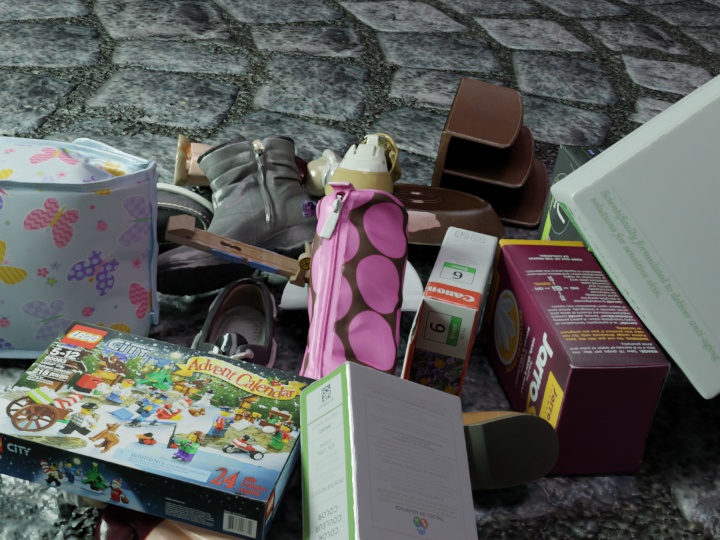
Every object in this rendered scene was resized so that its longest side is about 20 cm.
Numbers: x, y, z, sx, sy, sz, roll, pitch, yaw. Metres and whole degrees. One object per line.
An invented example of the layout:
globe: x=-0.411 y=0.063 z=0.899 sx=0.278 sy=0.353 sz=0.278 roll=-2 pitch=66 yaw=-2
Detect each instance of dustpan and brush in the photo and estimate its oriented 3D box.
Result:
dustpan and brush: x=0.000 y=0.000 z=1.053 sx=0.139 sy=0.057 sz=0.200 roll=1 pitch=36 yaw=6

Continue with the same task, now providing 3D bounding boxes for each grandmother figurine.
grandmother figurine: x=-0.108 y=-0.115 z=1.200 sx=0.199 sy=0.061 sz=0.121 roll=6 pitch=39 yaw=-9
grandmother figurine: x=-0.126 y=0.171 z=0.709 sx=0.200 sy=0.061 sz=0.121 roll=27 pitch=26 yaw=25

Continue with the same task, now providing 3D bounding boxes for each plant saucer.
plant saucer: x=0.059 y=-0.065 z=1.137 sx=0.200 sy=0.035 sz=0.200 roll=5 pitch=15 yaw=-1

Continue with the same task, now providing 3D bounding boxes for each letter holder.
letter holder: x=0.171 y=-0.146 z=1.292 sx=0.142 sy=0.101 sz=0.200 roll=13 pitch=30 yaw=5

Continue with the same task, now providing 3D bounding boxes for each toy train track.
toy train track: x=-0.071 y=-0.015 z=0.928 sx=0.200 sy=0.033 sz=0.115 roll=17 pitch=30 yaw=-16

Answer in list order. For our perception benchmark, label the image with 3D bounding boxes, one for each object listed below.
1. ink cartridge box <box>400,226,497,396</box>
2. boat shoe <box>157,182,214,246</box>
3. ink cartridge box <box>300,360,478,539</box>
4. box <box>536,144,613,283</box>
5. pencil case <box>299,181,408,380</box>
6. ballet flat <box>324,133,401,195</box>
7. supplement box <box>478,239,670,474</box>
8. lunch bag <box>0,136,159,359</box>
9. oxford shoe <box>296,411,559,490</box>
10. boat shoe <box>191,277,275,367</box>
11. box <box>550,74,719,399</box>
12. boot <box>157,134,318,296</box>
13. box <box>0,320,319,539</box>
ink cartridge box: x=0.073 y=0.056 z=0.904 sx=0.050 sy=0.109 sz=0.200 roll=13 pitch=31 yaw=7
boat shoe: x=-0.243 y=-0.049 z=1.047 sx=0.199 sy=0.074 sz=0.060 roll=9 pitch=35 yaw=-4
ink cartridge box: x=0.020 y=0.168 z=0.680 sx=0.104 sy=0.059 sz=0.200 roll=22 pitch=48 yaw=-33
box: x=0.298 y=-0.036 z=1.080 sx=0.199 sy=0.149 sz=0.124 roll=0 pitch=31 yaw=-13
pencil case: x=-0.010 y=0.031 z=0.857 sx=0.090 sy=0.094 sz=0.201 roll=-3 pitch=62 yaw=12
ballet flat: x=0.004 y=-0.106 z=1.081 sx=0.068 sy=0.063 sz=0.200 roll=6 pitch=15 yaw=5
supplement box: x=0.175 y=0.068 z=0.907 sx=0.085 sy=0.111 sz=0.200 roll=1 pitch=30 yaw=-12
lunch bag: x=-0.271 y=-0.019 z=0.891 sx=0.199 sy=0.170 sz=0.127 roll=2 pitch=27 yaw=-5
oxford shoe: x=0.047 y=0.142 z=0.814 sx=0.199 sy=0.072 sz=0.071 roll=-1 pitch=1 yaw=-11
boat shoe: x=-0.104 y=0.076 z=0.860 sx=0.074 sy=0.060 sz=0.200 roll=9 pitch=29 yaw=2
box: x=0.295 y=-0.039 z=0.863 sx=0.200 sy=0.199 sz=0.171 roll=-34 pitch=2 yaw=7
boot: x=-0.133 y=-0.057 z=1.027 sx=0.200 sy=0.070 sz=0.132 roll=-16 pitch=74 yaw=-37
box: x=-0.139 y=0.105 z=0.729 sx=0.199 sy=0.038 sz=0.137 roll=12 pitch=31 yaw=8
